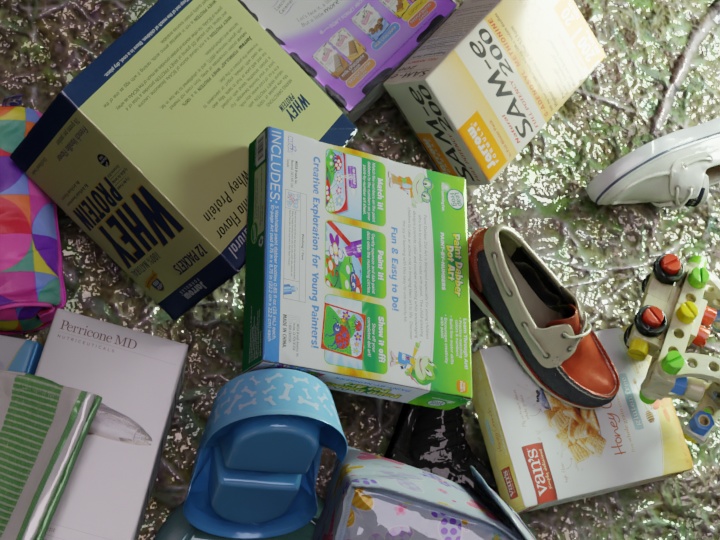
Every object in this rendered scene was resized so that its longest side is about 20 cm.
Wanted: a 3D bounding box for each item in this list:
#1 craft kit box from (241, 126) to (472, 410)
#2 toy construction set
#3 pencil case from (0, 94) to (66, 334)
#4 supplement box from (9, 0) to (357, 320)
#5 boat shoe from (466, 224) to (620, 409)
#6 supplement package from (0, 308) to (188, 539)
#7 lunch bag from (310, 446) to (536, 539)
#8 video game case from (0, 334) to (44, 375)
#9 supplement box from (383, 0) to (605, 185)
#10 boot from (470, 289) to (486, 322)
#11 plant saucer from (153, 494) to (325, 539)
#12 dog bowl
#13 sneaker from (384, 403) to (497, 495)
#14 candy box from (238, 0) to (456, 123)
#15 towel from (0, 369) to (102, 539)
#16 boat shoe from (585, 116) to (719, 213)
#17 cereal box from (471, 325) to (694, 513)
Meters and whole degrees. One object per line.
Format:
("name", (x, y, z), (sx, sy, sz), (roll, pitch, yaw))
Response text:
("craft kit box", (0.000, 0.000, 1.150), (0.195, 0.048, 0.203), (12, 66, -26))
("toy construction set", (0.312, 0.060, 1.289), (0.130, 0.093, 0.201), (24, 43, 4))
("pencil case", (-0.300, -0.048, 1.221), (0.087, 0.088, 0.203), (-2, 73, -14))
("supplement box", (-0.149, -0.109, 1.208), (0.200, 0.134, 0.200), (45, 54, -10))
("boat shoe", (0.163, 0.041, 1.223), (0.200, 0.062, 0.071), (48, 54, -11))
("supplement package", (-0.222, 0.154, 1.145), (0.115, 0.117, 0.202), (15, 67, -4))
("lunch bag", (0.066, 0.222, 1.119), (0.198, 0.170, 0.129), (19, 91, -4))
("video game case", (-0.370, 0.110, 1.144), (0.197, 0.018, 0.145), (9, 67, 13))
("supplement box", (0.132, -0.193, 1.353), (0.200, 0.073, 0.127), (-47, 116, -23))
("boot", (0.027, 0.021, 1.271), (0.199, 0.066, 0.164), (-29, 40, -33))
("plant saucer", (-0.086, 0.270, 1.184), (0.197, 0.027, 0.203), (4, 69, -11))
("dog bowl", (-0.078, 0.146, 1.117), (0.110, 0.201, 0.050), (6, 51, -14))
("sneaker", (0.077, 0.168, 1.244), (0.103, 0.060, 0.202), (24, 71, -4))
("candy box", (-0.036, -0.258, 1.365), (0.200, 0.072, 0.168), (43, 67, 4))
("towel", (-0.308, 0.141, 1.079), (0.198, 0.023, 0.154), (10, 69, 24))
("boat shoe", (0.316, -0.094, 1.391), (0.198, 0.071, 0.070), (-20, 73, -26))
("cereal box", (0.197, 0.131, 1.270), (0.198, 0.039, 0.146), (-7, 72, -31))
